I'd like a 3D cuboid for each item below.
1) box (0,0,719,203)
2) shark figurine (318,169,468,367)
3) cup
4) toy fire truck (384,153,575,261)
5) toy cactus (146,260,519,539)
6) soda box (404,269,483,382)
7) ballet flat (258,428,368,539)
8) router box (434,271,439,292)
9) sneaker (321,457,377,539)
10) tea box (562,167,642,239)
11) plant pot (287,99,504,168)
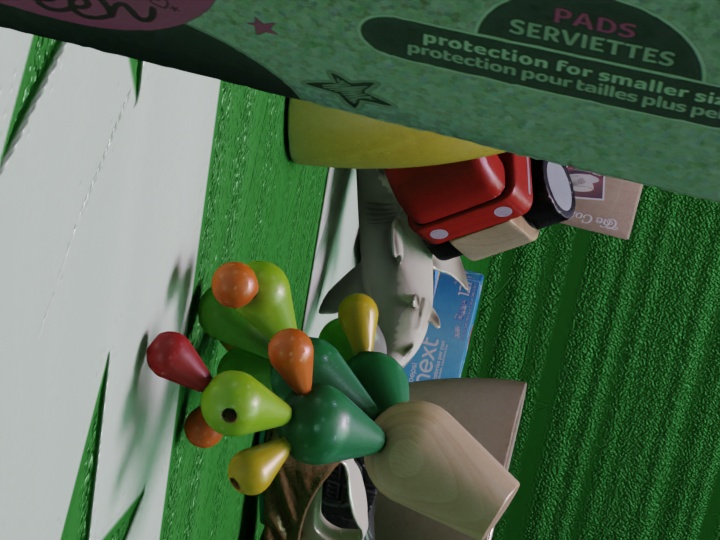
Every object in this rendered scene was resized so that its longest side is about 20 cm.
[{"bbox_3d":[-0.003,-0.105,0.382,0.132,0.199,0.115,92,15,-63],"label":"box"},{"bbox_3d":[0.004,0.022,1.413,0.128,0.089,0.215,53,32,-38],"label":"shark figurine"},{"bbox_3d":[0.036,0.166,1.682,0.200,0.142,0.202,14,90,-85],"label":"cup"},{"bbox_3d":[0.058,-0.127,1.376,0.200,0.128,0.177,38,43,-47],"label":"toy fire truck"},{"bbox_3d":[-0.011,0.067,0.967,0.103,0.165,0.200,-56,170,2],"label":"toy cactus"},{"bbox_3d":[0.069,0.096,2.218,0.064,0.067,0.201,-42,145,-81],"label":"soda box"},{"bbox_3d":[-0.032,0.160,1.355,0.068,0.072,0.201,-66,169,-53],"label":"ballet flat"},{"bbox_3d":[0.043,-0.051,1.693,0.200,0.051,0.150,83,20,-74],"label":"router box"},{"bbox_3d":[-0.015,0.165,1.559,0.091,0.075,0.201,-79,-179,-53],"label":"sneaker"},{"bbox_3d":[0.176,-0.151,2.033,0.197,0.199,0.134,-69,171,-55],"label":"tea box"},{"bbox_3d":[0.055,-0.138,1.166,0.200,0.141,0.201,14,90,-84],"label":"plant pot"}]
